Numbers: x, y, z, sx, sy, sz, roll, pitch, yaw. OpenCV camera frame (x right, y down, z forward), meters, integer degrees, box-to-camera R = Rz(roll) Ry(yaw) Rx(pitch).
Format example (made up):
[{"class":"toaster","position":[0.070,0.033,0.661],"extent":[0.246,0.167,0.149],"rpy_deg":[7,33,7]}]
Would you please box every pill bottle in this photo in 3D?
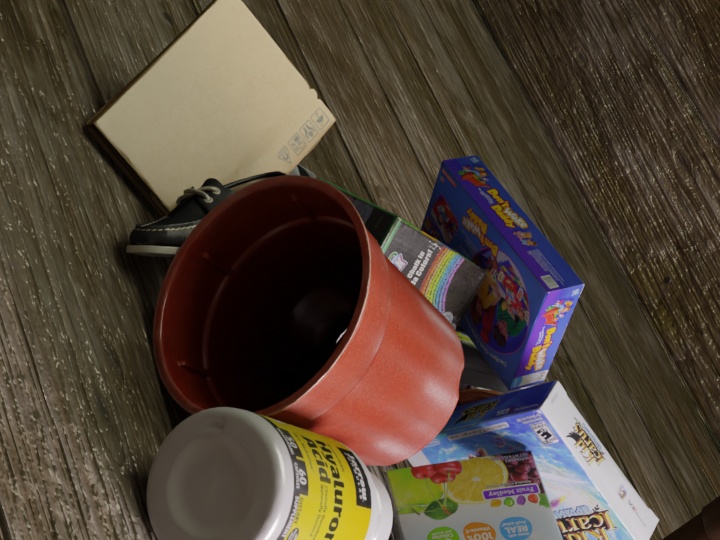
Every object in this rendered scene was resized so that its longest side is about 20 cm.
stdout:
[{"class":"pill bottle","position":[-0.055,0.167,1.097],"extent":[0.200,0.111,0.112],"rpy_deg":[29,32,-60]}]

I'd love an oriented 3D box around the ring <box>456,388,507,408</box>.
[{"class":"ring","position":[0.151,0.192,1.539],"extent":[0.201,0.200,0.019],"rpy_deg":[53,48,-15]}]

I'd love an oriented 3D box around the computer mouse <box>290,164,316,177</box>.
[{"class":"computer mouse","position":[-0.092,-0.091,1.535],"extent":[0.200,0.109,0.044],"rpy_deg":[39,49,-66]}]

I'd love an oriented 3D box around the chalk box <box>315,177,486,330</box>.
[{"class":"chalk box","position":[0.000,0.000,1.464],"extent":[0.124,0.125,0.200],"rpy_deg":[28,-1,43]}]

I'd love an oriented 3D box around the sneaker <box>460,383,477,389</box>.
[{"class":"sneaker","position":[0.096,0.147,1.684],"extent":[0.086,0.080,0.200],"rpy_deg":[41,11,-13]}]

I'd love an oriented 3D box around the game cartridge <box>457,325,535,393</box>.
[{"class":"game cartridge","position":[0.102,0.085,1.631],"extent":[0.133,0.041,0.200],"rpy_deg":[19,5,-24]}]

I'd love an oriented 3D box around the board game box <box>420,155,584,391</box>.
[{"class":"board game box","position":[0.131,0.000,1.529],"extent":[0.045,0.135,0.200],"rpy_deg":[-11,48,-29]}]

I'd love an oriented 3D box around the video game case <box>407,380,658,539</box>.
[{"class":"video game case","position":[0.160,0.206,1.496],"extent":[0.181,0.200,0.045],"rpy_deg":[52,48,-16]}]

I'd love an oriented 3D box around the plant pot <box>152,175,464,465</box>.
[{"class":"plant pot","position":[-0.027,0.057,1.219],"extent":[0.195,0.200,0.201],"rpy_deg":[37,25,-49]}]

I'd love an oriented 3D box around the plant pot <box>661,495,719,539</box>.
[{"class":"plant pot","position":[0.444,0.409,1.963],"extent":[0.200,0.198,0.200],"rpy_deg":[50,17,-21]}]

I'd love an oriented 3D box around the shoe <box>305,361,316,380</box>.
[{"class":"shoe","position":[-0.048,0.091,1.365],"extent":[0.200,0.053,0.070],"rpy_deg":[55,16,-7]}]

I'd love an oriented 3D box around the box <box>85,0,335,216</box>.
[{"class":"box","position":[-0.129,-0.133,1.378],"extent":[0.164,0.021,0.200],"rpy_deg":[50,59,-19]}]

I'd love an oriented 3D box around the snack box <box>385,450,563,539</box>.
[{"class":"snack box","position":[0.109,0.258,1.359],"extent":[0.200,0.142,0.053],"rpy_deg":[-105,-170,-45]}]

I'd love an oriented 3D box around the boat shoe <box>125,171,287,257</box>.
[{"class":"boat shoe","position":[-0.122,-0.048,1.291],"extent":[0.200,0.074,0.061],"rpy_deg":[-13,106,-52]}]
